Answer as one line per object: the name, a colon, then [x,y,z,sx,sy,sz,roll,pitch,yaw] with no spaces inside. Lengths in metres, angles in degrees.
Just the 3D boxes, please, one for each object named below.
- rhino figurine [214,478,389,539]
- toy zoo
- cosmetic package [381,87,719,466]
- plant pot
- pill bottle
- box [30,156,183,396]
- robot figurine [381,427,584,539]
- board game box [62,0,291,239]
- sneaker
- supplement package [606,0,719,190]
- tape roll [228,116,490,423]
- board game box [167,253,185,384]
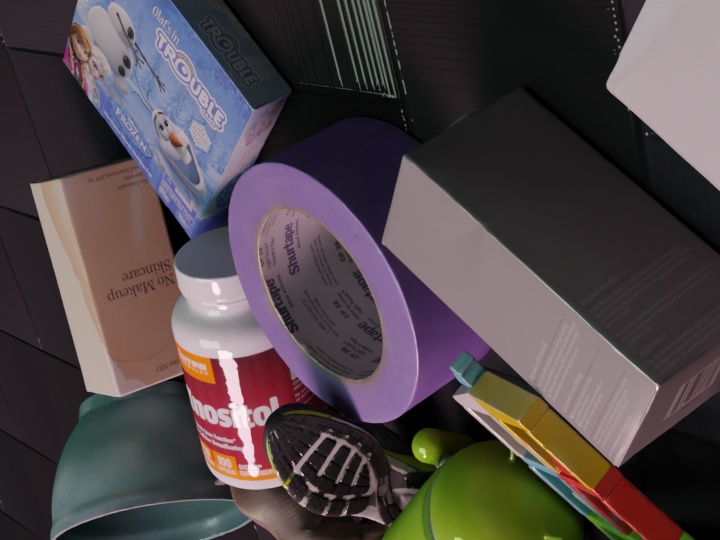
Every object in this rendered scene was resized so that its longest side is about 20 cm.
rhino figurine: [-0.064,0.199,1.222,0.200,0.087,0.060,35,141,33]
toy zoo: [0.129,0.121,0.844,0.200,0.020,0.131,42,173,-11]
cosmetic package: [0.117,-0.001,0.785,0.200,0.107,0.090,44,146,26]
plant pot: [-0.209,0.188,1.346,0.200,0.199,0.135,131,132,-57]
pill bottle: [-0.092,0.070,1.130,0.113,0.113,0.201,23,134,44]
box: [-0.220,0.004,1.246,0.078,0.095,0.201,0,107,57]
robot figurine: [0.083,0.197,0.980,0.176,0.115,0.200,63,147,24]
board game box: [-0.154,-0.156,1.098,0.200,0.043,0.199,53,147,11]
sneaker: [-0.011,0.143,1.044,0.200,0.074,0.081,35,-175,-46]
supplement package: [0.234,-0.095,0.501,0.200,0.147,0.192,46,146,20]
tape roll: [0.000,0.000,0.971,0.200,0.085,0.201,34,141,34]
board game box: [-0.175,0.052,1.323,0.103,0.019,0.200,58,149,1]
